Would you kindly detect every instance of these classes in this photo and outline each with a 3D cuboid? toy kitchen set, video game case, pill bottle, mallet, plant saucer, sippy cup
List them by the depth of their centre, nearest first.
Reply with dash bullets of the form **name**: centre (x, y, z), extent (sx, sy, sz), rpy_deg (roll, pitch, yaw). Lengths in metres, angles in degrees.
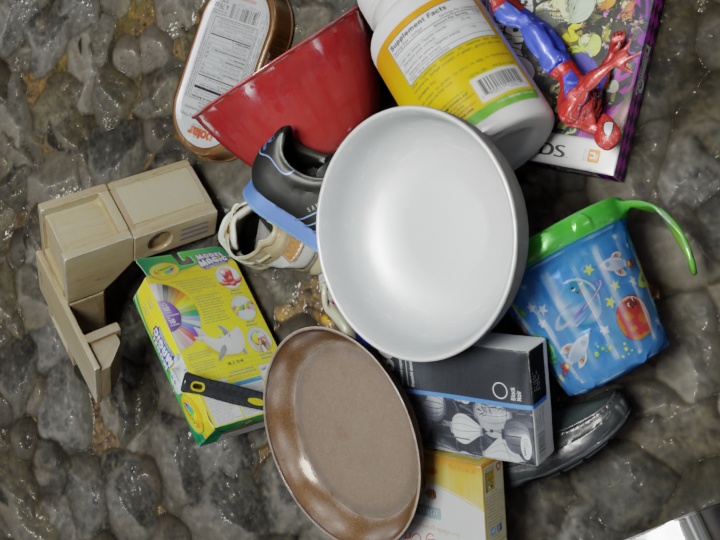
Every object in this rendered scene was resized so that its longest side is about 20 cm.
- **sippy cup**: centre (0.188, 0.028, 0.888), extent (0.177, 0.138, 0.132), rpy_deg (-37, 77, 50)
- **pill bottle**: centre (0.077, -0.182, 0.933), extent (0.111, 0.110, 0.202), rpy_deg (-37, 69, 22)
- **plant saucer**: centre (-0.012, 0.145, 0.936), extent (0.198, 0.032, 0.204), rpy_deg (16, 113, 41)
- **video game case**: centre (0.174, -0.196, 0.964), extent (0.179, 0.036, 0.204), rpy_deg (15, 93, 30)
- **mallet**: centre (-0.072, 0.122, 1.015), extent (0.197, 0.041, 0.067), rpy_deg (23, 93, -12)
- **toy kitchen set**: centre (-0.244, 0.025, 1.169), extent (0.164, 0.178, 0.201), rpy_deg (56, 151, 26)

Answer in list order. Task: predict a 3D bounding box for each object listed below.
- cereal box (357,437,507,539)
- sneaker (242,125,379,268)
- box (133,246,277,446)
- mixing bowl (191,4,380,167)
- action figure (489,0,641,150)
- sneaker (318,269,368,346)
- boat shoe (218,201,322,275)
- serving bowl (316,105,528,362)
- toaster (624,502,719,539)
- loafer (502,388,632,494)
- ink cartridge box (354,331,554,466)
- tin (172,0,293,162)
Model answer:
- **cereal box**: centre (0.065, 0.251, 0.941), extent (0.142, 0.039, 0.204), rpy_deg (4, 102, 42)
- **sneaker**: centre (-0.008, -0.052, 0.945), extent (0.198, 0.070, 0.079), rpy_deg (29, 121, -4)
- **box**: centre (-0.152, 0.070, 1.081), extent (0.048, 0.116, 0.202), rpy_deg (-46, 63, 43)
- **mixing bowl**: centre (-0.053, -0.159, 1.026), extent (0.198, 0.200, 0.109), rpy_deg (-29, 103, 25)
- **action figure**: centre (0.182, -0.200, 0.898), extent (0.099, 0.065, 0.202), rpy_deg (-38, 68, 33)
- **sneaker**: centre (0.000, 0.000, 1.017), extent (0.081, 0.088, 0.203), rpy_deg (-31, 70, 24)
- **boat shoe**: centre (-0.101, -0.041, 1.053), extent (0.199, 0.068, 0.076), rpy_deg (6, 79, 58)
- **serving bowl**: centre (0.057, -0.031, 0.859), extent (0.197, 0.065, 0.205), rpy_deg (5, 98, 39)
- **toaster**: centre (0.231, 0.261, 0.802), extent (0.198, 0.180, 0.120), rpy_deg (-31, 70, 25)
- **loafer**: centre (0.143, 0.149, 0.926), extent (0.199, 0.068, 0.071), rpy_deg (-31, 90, 28)
- **ink cartridge box**: centre (0.068, 0.101, 0.904), extent (0.197, 0.039, 0.101), rpy_deg (3, 107, 37)
- **tin**: centre (-0.142, -0.221, 1.153), extent (0.111, 0.042, 0.203), rpy_deg (24, 97, 34)
